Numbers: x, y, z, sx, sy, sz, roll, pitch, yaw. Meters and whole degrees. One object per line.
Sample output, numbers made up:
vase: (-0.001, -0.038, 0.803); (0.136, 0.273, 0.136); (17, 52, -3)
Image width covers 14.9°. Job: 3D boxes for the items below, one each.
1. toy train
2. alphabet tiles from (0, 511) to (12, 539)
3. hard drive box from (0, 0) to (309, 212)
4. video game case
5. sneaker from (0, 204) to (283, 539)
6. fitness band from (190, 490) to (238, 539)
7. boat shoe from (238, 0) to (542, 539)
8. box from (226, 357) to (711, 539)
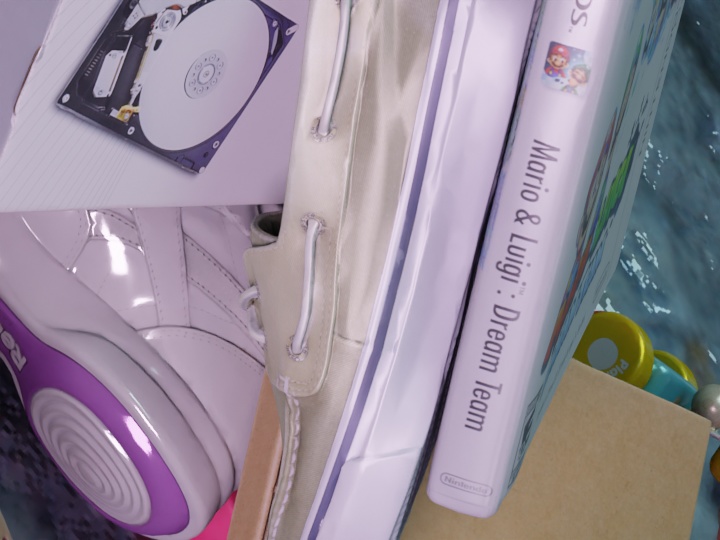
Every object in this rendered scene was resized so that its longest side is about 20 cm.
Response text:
toy train: (0.118, 0.068, 0.996); (0.199, 0.056, 0.150); (35, 0, -11)
alphabet tiles: (-0.125, 0.044, 0.698); (0.200, 0.006, 0.167); (-87, 160, -62)
hard drive box: (-0.029, -0.102, 0.747); (0.077, 0.157, 0.199); (37, 25, 31)
video game case: (0.068, -0.052, 0.769); (0.024, 0.183, 0.200); (16, 23, 9)
sneaker: (-0.085, -0.020, 0.820); (0.099, 0.075, 0.201); (-35, 91, -33)
fitness band: (0.016, 0.091, 0.890); (0.200, 0.037, 0.144); (47, 39, -6)
boat shoe: (0.000, 0.000, 0.736); (0.062, 0.201, 0.072); (15, 16, 6)
box: (0.025, 0.116, 0.816); (0.163, 0.021, 0.201); (23, 71, -34)
